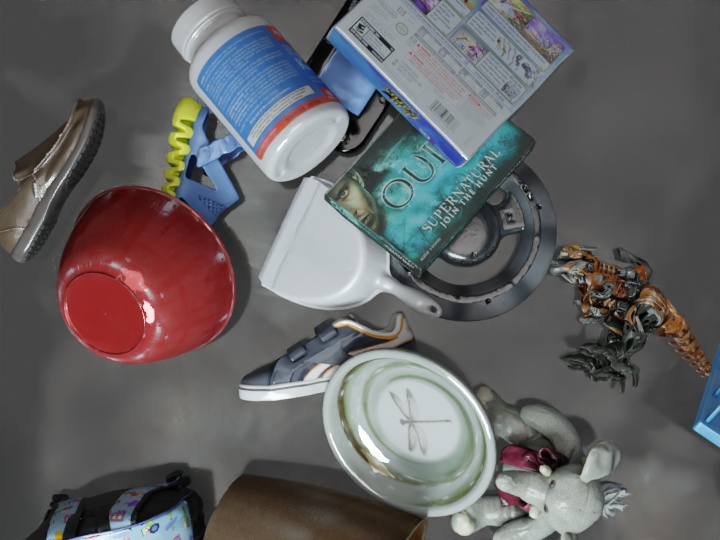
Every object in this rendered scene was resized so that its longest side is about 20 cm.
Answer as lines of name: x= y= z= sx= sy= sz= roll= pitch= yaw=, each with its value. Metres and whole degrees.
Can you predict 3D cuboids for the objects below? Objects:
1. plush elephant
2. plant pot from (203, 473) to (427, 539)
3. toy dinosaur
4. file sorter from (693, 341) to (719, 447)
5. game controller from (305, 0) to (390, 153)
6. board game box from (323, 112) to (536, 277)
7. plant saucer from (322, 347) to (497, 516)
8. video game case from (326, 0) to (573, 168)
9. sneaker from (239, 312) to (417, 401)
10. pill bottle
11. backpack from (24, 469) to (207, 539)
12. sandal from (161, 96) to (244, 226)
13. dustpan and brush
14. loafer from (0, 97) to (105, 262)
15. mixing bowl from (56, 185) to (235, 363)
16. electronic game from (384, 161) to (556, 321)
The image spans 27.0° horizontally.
plush elephant: x=0.197 y=0.230 z=1.589 sx=0.200 sy=0.155 sz=0.165 roll=15 pitch=91 yaw=2
plant pot: x=-0.060 y=0.304 z=1.600 sx=0.200 sy=0.187 sz=0.187 roll=26 pitch=91 yaw=14
toy dinosaur: x=0.291 y=0.052 z=1.623 sx=0.200 sy=0.102 sz=0.136 roll=28 pitch=73 yaw=22
file sorter: x=0.451 y=0.110 z=1.545 sx=0.139 sy=0.200 sz=0.123 roll=35 pitch=127 yaw=1
game controller: x=0.003 y=-0.230 z=1.651 sx=0.104 sy=0.042 sz=0.200 roll=33 pitch=90 yaw=1
board game box: x=0.075 y=-0.107 z=1.614 sx=0.135 sy=0.028 sz=0.200 roll=38 pitch=72 yaw=12
plant saucer: x=0.058 y=0.163 z=1.582 sx=0.200 sy=0.050 sz=0.200 roll=13 pitch=121 yaw=24
video game case: x=0.096 y=-0.242 z=1.604 sx=0.200 sy=0.045 sz=0.181 roll=45 pitch=73 yaw=-3
sneaker: x=-0.038 y=0.092 z=1.636 sx=0.200 sy=0.078 sz=0.080 roll=-9 pitch=95 yaw=-9
pill bottle: x=-0.113 y=-0.201 z=1.606 sx=0.112 sy=0.112 sz=0.200 roll=-40 pitch=73 yaw=1
backpack: x=-0.257 y=0.299 z=1.581 sx=0.182 sy=0.200 sz=0.135 roll=-11 pitch=90 yaw=1
sandal: x=-0.173 y=-0.086 z=1.641 sx=0.087 sy=0.079 sz=0.200 roll=9 pitch=92 yaw=-2
dustpan and brush: x=0.000 y=0.000 z=1.629 sx=0.200 sy=0.057 sz=0.140 roll=31 pitch=102 yaw=30
loafer: x=-0.348 y=-0.108 z=1.645 sx=0.071 sy=0.073 sz=0.200 roll=30 pitch=91 yaw=0
mixing bowl: x=-0.244 y=0.023 z=1.582 sx=0.200 sy=0.108 sz=0.200 roll=10 pitch=120 yaw=18
electronic game: x=0.115 y=-0.043 z=1.647 sx=0.200 sy=0.042 sz=0.200 roll=0 pitch=82 yaw=2
